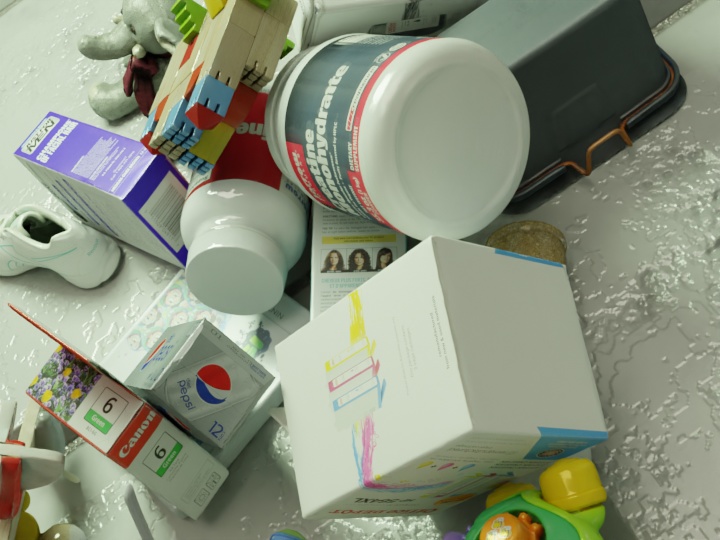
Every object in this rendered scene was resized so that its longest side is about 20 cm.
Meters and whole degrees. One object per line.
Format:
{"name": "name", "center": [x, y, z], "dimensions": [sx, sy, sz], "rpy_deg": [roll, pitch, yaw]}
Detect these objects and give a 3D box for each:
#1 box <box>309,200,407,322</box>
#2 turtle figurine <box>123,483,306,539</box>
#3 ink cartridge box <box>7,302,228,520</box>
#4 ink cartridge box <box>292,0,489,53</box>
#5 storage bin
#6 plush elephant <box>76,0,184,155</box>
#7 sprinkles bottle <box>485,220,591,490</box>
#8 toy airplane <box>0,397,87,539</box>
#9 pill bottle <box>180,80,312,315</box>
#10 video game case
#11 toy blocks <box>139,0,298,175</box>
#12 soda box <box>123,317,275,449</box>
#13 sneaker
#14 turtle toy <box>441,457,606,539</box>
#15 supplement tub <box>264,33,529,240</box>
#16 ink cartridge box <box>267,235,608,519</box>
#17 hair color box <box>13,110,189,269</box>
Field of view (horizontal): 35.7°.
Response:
{"name": "box", "center": [0.000, 0.000, 0.939], "dimensions": [0.081, 0.049, 0.203], "rpy_deg": [-1, 56, 2]}
{"name": "turtle figurine", "center": [-0.107, 0.273, 0.769], "dimensions": [0.143, 0.197, 0.197], "rpy_deg": [-35, 44, 47]}
{"name": "ink cartridge box", "center": [-0.191, 0.110, 0.846], "dimensions": [0.108, 0.200, 0.051], "rpy_deg": [26, 73, 36]}
{"name": "ink cartridge box", "center": [0.030, -0.273, 0.956], "dimensions": [0.196, 0.085, 0.148], "rpy_deg": [-10, 73, -16]}
{"name": "storage bin", "center": [0.159, -0.162, 0.927], "dimensions": [0.198, 0.135, 0.146], "rpy_deg": [-34, 50, 3]}
{"name": "plush elephant", "center": [-0.210, -0.221, 1.135], "dimensions": [0.198, 0.155, 0.166], "rpy_deg": [-32, 50, 4]}
{"name": "sprinkles bottle", "center": [0.130, 0.062, 0.835], "dimensions": [0.067, 0.068, 0.203], "rpy_deg": [-12, 54, 19]}
{"name": "toy airplane", "center": [-0.278, 0.202, 0.900], "dimensions": [0.198, 0.140, 0.203], "rpy_deg": [6, 72, 66]}
{"name": "pill bottle", "center": [-0.097, -0.065, 0.987], "dimensions": [0.110, 0.113, 0.202], "rpy_deg": [-12, 46, 19]}
{"name": "video game case", "center": [-0.144, 0.087, 0.984], "dimensions": [0.181, 0.024, 0.201], "rpy_deg": [32, 77, 38]}
{"name": "toy blocks", "center": [-0.124, -0.147, 0.918], "dimensions": [0.199, 0.099, 0.139], "rpy_deg": [-24, 44, 56]}
{"name": "soda box", "center": [-0.127, 0.084, 0.847], "dimensions": [0.064, 0.068, 0.200], "rpy_deg": [-53, 10, -14]}
{"name": "sneaker", "center": [-0.334, -0.037, 1.127], "dimensions": [0.197, 0.080, 0.071], "rpy_deg": [6, 63, 31]}
{"name": "turtle toy", "center": [0.095, 0.211, 0.705], "dimensions": [0.099, 0.200, 0.148], "rpy_deg": [-9, 73, -26]}
{"name": "supplement tub", "center": [0.021, -0.106, 0.850], "dimensions": [0.141, 0.141, 0.199], "rpy_deg": [-50, 30, -11]}
{"name": "ink cartridge box", "center": [0.041, 0.085, 0.752], "dimensions": [0.199, 0.127, 0.127], "rpy_deg": [-36, 56, 42]}
{"name": "hair color box", "center": [-0.234, -0.080, 1.071], "dimensions": [0.198, 0.110, 0.065], "rpy_deg": [20, 67, 41]}
